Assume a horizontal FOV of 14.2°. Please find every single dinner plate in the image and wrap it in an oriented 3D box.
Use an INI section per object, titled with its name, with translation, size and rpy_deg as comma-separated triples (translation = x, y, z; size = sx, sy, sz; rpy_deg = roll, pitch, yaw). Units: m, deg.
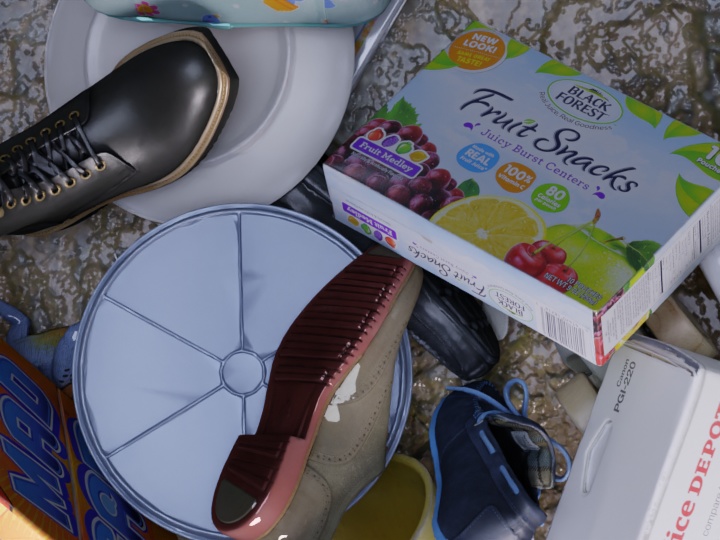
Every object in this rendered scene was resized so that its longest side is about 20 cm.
[dinner plate]
translation = -0.101, -0.127, 1.736
size = 0.199, 0.024, 0.202
rpy_deg = -2, 85, 18

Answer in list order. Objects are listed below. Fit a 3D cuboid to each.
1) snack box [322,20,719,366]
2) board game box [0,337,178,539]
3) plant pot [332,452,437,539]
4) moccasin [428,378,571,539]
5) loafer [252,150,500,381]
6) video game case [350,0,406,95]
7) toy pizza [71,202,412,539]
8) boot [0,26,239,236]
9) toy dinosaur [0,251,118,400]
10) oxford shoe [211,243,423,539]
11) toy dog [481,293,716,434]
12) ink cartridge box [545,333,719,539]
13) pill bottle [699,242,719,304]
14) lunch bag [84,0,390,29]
[snack box]
translation = 0.099, -0.047, 1.637
size = 0.199, 0.053, 0.142
rpy_deg = 29, 58, 30
[board game box]
translation = -0.237, 0.178, 1.661
size = 0.200, 0.200, 0.200
rpy_deg = -41, 118, 11
[plant pot]
translation = -0.010, 0.225, 1.695
size = 0.199, 0.200, 0.142
rpy_deg = -31, 110, 7
[moccasin]
translation = 0.087, 0.117, 1.667
size = 0.068, 0.200, 0.081
rpy_deg = -37, 111, 16
[loafer]
translation = 0.000, 0.000, 1.743
size = 0.200, 0.068, 0.070
rpy_deg = 43, 103, 11
[video game case]
translation = -0.050, -0.227, 1.768
size = 0.199, 0.024, 0.183
rpy_deg = 31, 95, 6
[toy pizza]
translation = -0.069, 0.061, 1.694
size = 0.199, 0.032, 0.202
rpy_deg = 0, 83, -2
[boot]
translation = -0.173, -0.063, 1.671
size = 0.200, 0.138, 0.078
rpy_deg = -38, 81, 35
[toy dinosaur]
translation = -0.197, 0.064, 1.750
size = 0.181, 0.105, 0.200
rpy_deg = -41, 87, 9
[oxford shoe]
translation = -0.012, 0.077, 1.656
size = 0.075, 0.070, 0.201
rpy_deg = 38, 75, -31
[toy dog]
translation = 0.134, 0.015, 1.724
size = 0.131, 0.096, 0.201
rpy_deg = -20, 73, 10
[ink cartridge box]
translation = 0.221, 0.134, 1.652
size = 0.199, 0.085, 0.146
rpy_deg = 18, 93, -29
[pill bottle]
translation = 0.287, -0.045, 1.679
size = 0.199, 0.111, 0.111
rpy_deg = -28, 87, 7
[lunch bag]
translation = -0.074, -0.226, 1.697
size = 0.199, 0.077, 0.161
rpy_deg = 3, 62, 5
